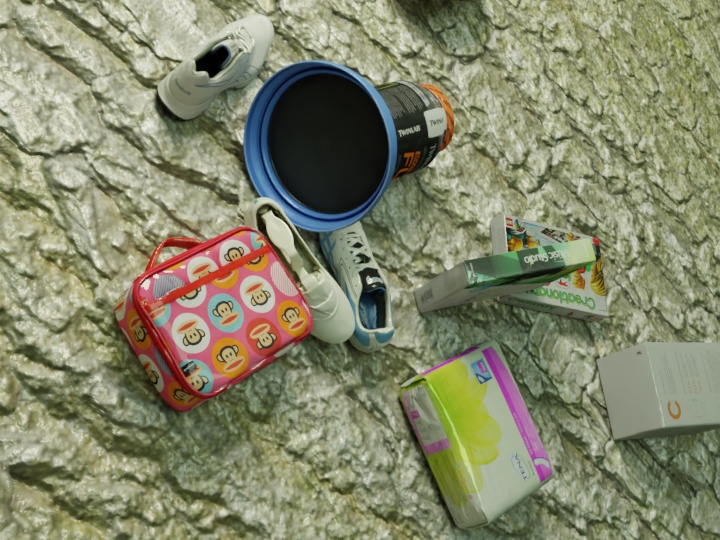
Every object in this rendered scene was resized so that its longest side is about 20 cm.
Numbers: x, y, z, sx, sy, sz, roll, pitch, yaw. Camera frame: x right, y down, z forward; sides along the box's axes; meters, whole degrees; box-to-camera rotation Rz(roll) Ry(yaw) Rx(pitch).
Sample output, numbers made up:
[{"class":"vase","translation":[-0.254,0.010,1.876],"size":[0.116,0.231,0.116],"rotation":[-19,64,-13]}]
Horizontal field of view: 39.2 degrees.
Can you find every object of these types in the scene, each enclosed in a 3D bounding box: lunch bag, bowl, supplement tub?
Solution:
[{"class":"lunch bag","translation":[-0.165,0.040,1.118],"size":[0.199,0.082,0.177],"rotation":[-30,87,-42]},{"class":"bowl","translation":[-0.046,-0.149,1.209],"size":[0.202,0.200,0.039],"rotation":[61,29,1]},{"class":"supplement tub","translation":[0.024,-0.177,1.317],"size":[0.199,0.122,0.124],"rotation":[-24,86,-39]}]

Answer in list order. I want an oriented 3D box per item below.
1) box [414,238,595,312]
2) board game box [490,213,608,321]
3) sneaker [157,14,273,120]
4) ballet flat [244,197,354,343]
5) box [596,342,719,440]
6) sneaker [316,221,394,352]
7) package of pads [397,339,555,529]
[{"class":"box","translation":[0.187,0.007,1.322],"size":[0.198,0.144,0.037],"rotation":[-12,79,-25]},{"class":"board game box","translation":[0.279,-0.002,1.490],"size":[0.198,0.035,0.128],"rotation":[11,66,-33]},{"class":"sneaker","translation":[-0.161,-0.259,1.237],"size":[0.075,0.087,0.200],"rotation":[45,50,-10]},{"class":"ballet flat","translation":[-0.074,0.000,1.196],"size":[0.069,0.069,0.201],"rotation":[-31,87,-40]},{"class":"box","translation":[0.464,0.179,1.512],"size":[0.198,0.097,0.126],"rotation":[4,69,-36]},{"class":"sneaker","translation":[0.000,0.000,1.259],"size":[0.071,0.072,0.202],"rotation":[-7,74,-36]},{"class":"package of pads","translation":[0.147,0.207,1.283],"size":[0.154,0.068,0.202],"rotation":[-21,84,-41]}]
